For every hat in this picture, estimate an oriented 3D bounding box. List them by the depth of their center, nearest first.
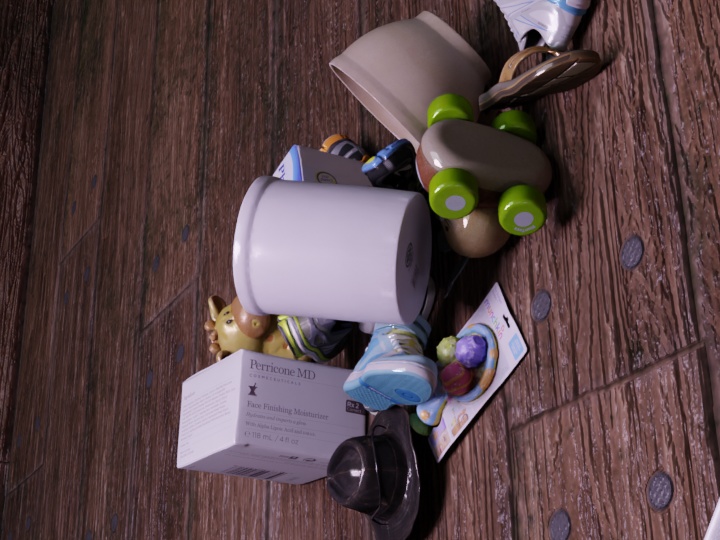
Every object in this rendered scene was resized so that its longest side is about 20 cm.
[{"bbox_3d":[0.004,0.258,1.606,0.200,0.080,0.202,-178,90,-70],"label":"hat"}]

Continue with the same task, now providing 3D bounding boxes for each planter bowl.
[{"bbox_3d":[0.077,-0.237,1.616,0.135,0.200,0.200,-47,31,0],"label":"planter bowl"}]

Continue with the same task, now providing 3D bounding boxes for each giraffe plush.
[{"bbox_3d":[-0.142,0.083,1.905,0.173,0.161,0.201,43,116,59],"label":"giraffe plush"}]

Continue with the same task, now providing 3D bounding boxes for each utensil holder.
[{"bbox_3d":[-0.030,-0.023,1.544,0.199,0.170,0.171,5,80,18],"label":"utensil holder"}]

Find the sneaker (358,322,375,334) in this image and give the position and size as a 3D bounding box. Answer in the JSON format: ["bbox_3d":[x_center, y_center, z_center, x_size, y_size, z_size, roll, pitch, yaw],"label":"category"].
[{"bbox_3d":[0.000,0.000,1.702,0.077,0.080,0.201,-79,-11,-50],"label":"sneaker"}]

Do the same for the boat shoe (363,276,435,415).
[{"bbox_3d":[0.034,0.093,1.680,0.073,0.061,0.201,48,120,58],"label":"boat shoe"}]

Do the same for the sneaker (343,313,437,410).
[{"bbox_3d":[0.052,0.092,1.549,0.131,0.079,0.200,-63,16,-20],"label":"sneaker"}]

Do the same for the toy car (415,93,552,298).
[{"bbox_3d":[0.122,-0.072,1.512,0.165,0.157,0.201,-88,15,-46],"label":"toy car"}]

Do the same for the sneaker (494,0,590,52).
[{"bbox_3d":[0.195,-0.307,1.543,0.200,0.075,0.087,42,121,60],"label":"sneaker"}]

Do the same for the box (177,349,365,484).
[{"bbox_3d":[-0.123,0.207,1.778,0.200,0.198,0.132,-30,53,55],"label":"box"}]

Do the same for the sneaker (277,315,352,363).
[{"bbox_3d":[-0.043,0.080,1.753,0.081,0.200,0.074,-24,83,13],"label":"sneaker"}]

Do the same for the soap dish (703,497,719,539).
[{"bbox_3d":[0.346,0.263,0.997,0.200,0.081,0.158,34,108,61],"label":"soap dish"}]

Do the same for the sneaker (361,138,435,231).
[{"bbox_3d":[0.059,-0.100,1.616,0.071,0.200,0.083,-33,64,2],"label":"sneaker"}]

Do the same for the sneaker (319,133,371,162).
[{"bbox_3d":[-0.038,-0.095,1.889,0.077,0.078,0.201,26,108,43],"label":"sneaker"}]

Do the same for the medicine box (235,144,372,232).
[{"bbox_3d":[-0.049,-0.054,1.769,0.200,0.181,0.103,-51,37,40],"label":"medicine box"}]

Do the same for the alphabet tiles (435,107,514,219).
[{"bbox_3d":[0.122,-0.148,1.677,0.200,0.008,0.168,34,109,61],"label":"alphabet tiles"}]

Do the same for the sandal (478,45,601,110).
[{"bbox_3d":[0.197,-0.228,1.488,0.200,0.080,0.054,-14,82,64],"label":"sandal"}]

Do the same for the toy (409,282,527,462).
[{"bbox_3d":[0.113,0.120,1.535,0.200,0.047,0.115,-59,33,32],"label":"toy"}]
